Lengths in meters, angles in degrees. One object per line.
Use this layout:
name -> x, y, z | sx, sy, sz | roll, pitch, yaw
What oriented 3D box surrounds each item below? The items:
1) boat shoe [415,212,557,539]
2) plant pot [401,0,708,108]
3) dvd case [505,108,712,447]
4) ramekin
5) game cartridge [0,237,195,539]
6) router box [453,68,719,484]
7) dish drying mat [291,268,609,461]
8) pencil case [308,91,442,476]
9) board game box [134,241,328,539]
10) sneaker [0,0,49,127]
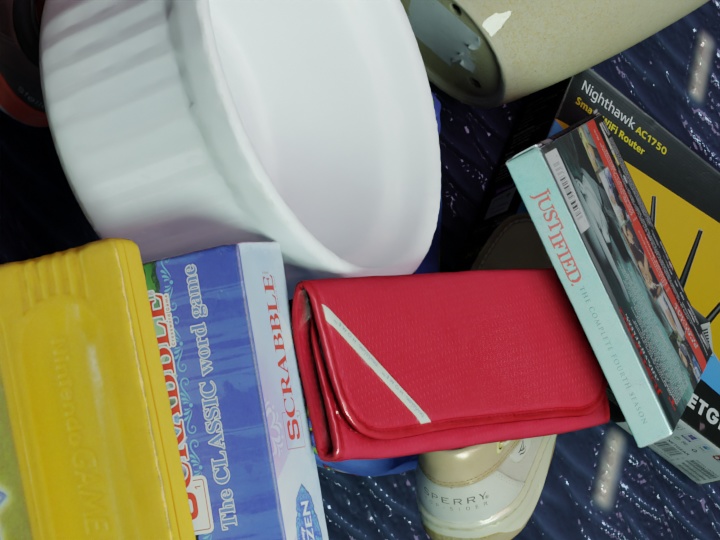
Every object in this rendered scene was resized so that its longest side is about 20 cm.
boat shoe -> 0.069, 0.036, 1.024 | 0.200, 0.073, 0.069 | -73, 158, -43
plant pot -> 0.107, -0.185, 1.140 | 0.200, 0.187, 0.188 | -43, 105, -20
dvd case -> 0.127, -0.002, 1.055 | 0.146, 0.022, 0.200 | 65, 15, -2
ramekin -> -0.053, -0.077, 0.952 | 0.200, 0.097, 0.201 | 40, 41, -46
game cartridge -> -0.166, 0.093, 0.863 | 0.032, 0.199, 0.177 | 3, 74, -70
router box -> 0.155, 0.003, 1.189 | 0.200, 0.051, 0.150 | 35, 61, -22
dish drying mat -> 0.045, 0.038, 0.932 | 0.200, 0.018, 0.077 | -2, 76, -50
pencil case -> 0.000, 0.000, 1.063 | 0.087, 0.078, 0.201 | 22, 65, -56
board game box -> -0.111, 0.104, 0.887 | 0.041, 0.199, 0.201 | 1, 78, -65
sneaker -> -0.155, -0.171, 0.993 | 0.077, 0.082, 0.201 | -22, 92, -37
